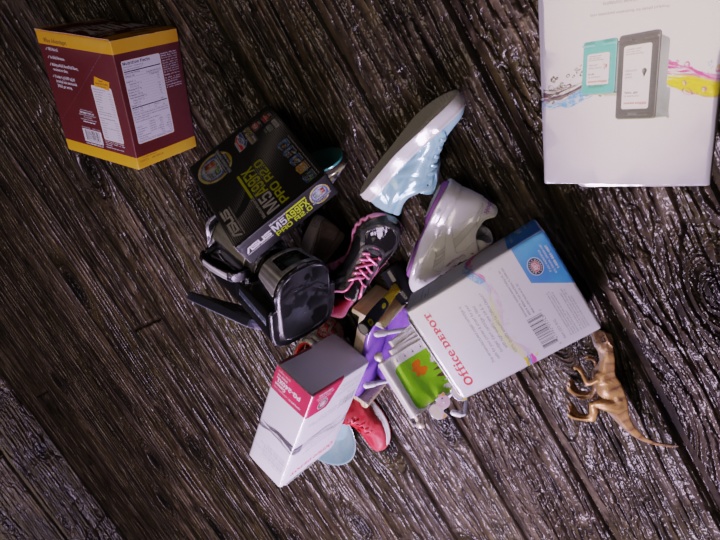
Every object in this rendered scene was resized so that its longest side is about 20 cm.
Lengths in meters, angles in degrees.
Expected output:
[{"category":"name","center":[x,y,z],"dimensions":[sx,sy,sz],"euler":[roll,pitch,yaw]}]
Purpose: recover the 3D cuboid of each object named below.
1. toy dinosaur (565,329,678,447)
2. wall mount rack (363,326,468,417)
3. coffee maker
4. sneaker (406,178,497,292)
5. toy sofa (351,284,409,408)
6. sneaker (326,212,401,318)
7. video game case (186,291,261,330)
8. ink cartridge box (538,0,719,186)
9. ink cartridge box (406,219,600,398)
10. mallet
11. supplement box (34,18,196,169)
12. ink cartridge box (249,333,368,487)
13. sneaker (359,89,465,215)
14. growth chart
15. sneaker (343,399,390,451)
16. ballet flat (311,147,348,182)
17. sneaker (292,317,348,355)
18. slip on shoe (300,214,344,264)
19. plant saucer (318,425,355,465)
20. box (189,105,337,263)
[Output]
[{"category":"toy dinosaur","center":[0.340,0.180,0.746],"dimensions":[0.105,0.060,0.202],"euler":[-18,105,39]},{"category":"wall mount rack","center":[0.102,0.149,0.874],"dimensions":[0.171,0.075,0.202],"euler":[17,126,10]},{"category":"coffee maker","center":[-0.135,0.014,0.855],"dimensions":[0.200,0.134,0.193],"euler":[41,166,33]},{"category":"sneaker","center":[0.124,-0.027,0.765],"dimensions":[0.098,0.075,0.201],"euler":[21,137,3]},{"category":"toy sofa","center":[0.032,0.136,0.925],"dimensions":[0.097,0.083,0.202],"euler":[27,129,21]},{"category":"sneaker","center":[0.000,0.000,0.838],"dimensions":[0.078,0.096,0.200],"euler":[23,130,-19]},{"category":"video game case","center":[-0.203,0.084,1.008],"dimensions":[0.141,0.200,0.019],"euler":[20,85,26]},{"category":"ink cartridge box","center":[0.258,-0.198,0.515],"dimensions":[0.144,0.147,0.203],"euler":[6,121,32]},{"category":"ink cartridge box","center":[0.179,0.051,0.715],"dimensions":[0.199,0.085,0.145],"euler":[-32,98,16]},{"category":"mallet","center":[0.043,0.052,0.792],"dimensions":[0.041,0.200,0.066],"euler":[-33,102,27]},{"category":"supplement box","center":[-0.413,-0.308,0.940],"dimensions":[0.195,0.133,0.203],"euler":[18,126,26]},{"category":"ink cartridge box","center":[-0.085,0.223,0.885],"dimensions":[0.083,0.145,0.202],"euler":[34,120,23]},{"category":"sneaker","center":[0.084,-0.150,0.734],"dimensions":[0.081,0.075,0.200],"euler":[32,135,-16]},{"category":"growth chart","center":[0.121,0.120,0.804],"dimensions":[0.200,0.018,0.145],"euler":[-42,82,0]},{"category":"sneaker","center":[-0.020,0.279,1.026],"dimensions":[0.078,0.115,0.202],"euler":[-15,107,40]},{"category":"ballet flat","center":[-0.087,-0.146,0.862],"dimensions":[0.198,0.072,0.073],"euler":[-2,116,36]},{"category":"sneaker","center":[-0.091,0.172,1.018],"dimensions":[0.067,0.108,0.203],"euler":[35,132,13]},{"category":"slip on shoe","center":[-0.081,-0.004,0.936],"dimensions":[0.060,0.076,0.202],"euler":[24,126,-1]},{"category":"plant saucer","center":[-0.085,0.315,1.149],"dimensions":[0.199,0.039,0.204],"euler":[19,127,26]},{"category":"box","center":[-0.146,-0.132,0.796],"dimensions":[0.201,0.159,0.044],"euler":[53,180,36]}]
